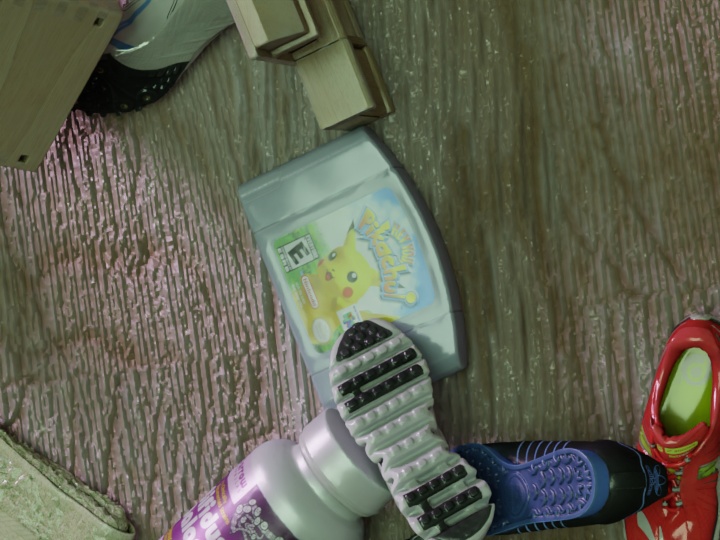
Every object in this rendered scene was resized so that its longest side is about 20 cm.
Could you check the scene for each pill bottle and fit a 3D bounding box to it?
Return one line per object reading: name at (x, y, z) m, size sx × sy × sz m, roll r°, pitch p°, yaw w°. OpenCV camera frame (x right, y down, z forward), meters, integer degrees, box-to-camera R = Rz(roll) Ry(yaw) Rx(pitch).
pill bottle at (-0.068, 0.199, 1.538) m, size 0.200 × 0.112 × 0.112 m, roll -44°, pitch 78°, yaw 13°

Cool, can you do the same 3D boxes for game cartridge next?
game cartridge at (0.000, 0.000, 1.558) m, size 0.132 × 0.040 × 0.202 m, roll -25°, pitch 83°, yaw 12°

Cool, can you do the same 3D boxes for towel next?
towel at (-0.288, 0.211, 1.646) m, size 0.199 × 0.036 × 0.149 m, roll 33°, pitch 100°, yaw 15°

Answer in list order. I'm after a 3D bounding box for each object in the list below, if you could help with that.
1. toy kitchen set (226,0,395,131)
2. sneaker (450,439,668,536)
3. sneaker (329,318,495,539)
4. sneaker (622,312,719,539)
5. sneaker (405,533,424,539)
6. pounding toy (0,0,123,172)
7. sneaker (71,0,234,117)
toy kitchen set at (0.005, -0.227, 1.483) m, size 0.179 × 0.163 × 0.202 m, roll -23°, pitch 86°, yaw 17°
sneaker at (0.136, 0.157, 1.473) m, size 0.199 × 0.077 × 0.071 m, roll -7°, pitch 81°, yaw 58°
sneaker at (0.034, 0.127, 1.490) m, size 0.075 × 0.081 × 0.201 m, roll -22°, pitch 61°, yaw -5°
sneaker at (0.223, 0.130, 1.461) m, size 0.076 × 0.085 × 0.202 m, roll 7°, pitch 92°, yaw 18°
sneaker at (0.039, 0.263, 1.532) m, size 0.199 × 0.060 × 0.105 m, roll -35°, pitch 76°, yaw 11°
pounding toy at (-0.260, -0.213, 1.573) m, size 0.185 × 0.141 × 0.201 m, roll -55°, pitch 42°, yaw 29°
sneaker at (-0.158, -0.190, 1.598) m, size 0.199 × 0.072 × 0.073 m, roll -35°, pitch 39°, yaw 23°
